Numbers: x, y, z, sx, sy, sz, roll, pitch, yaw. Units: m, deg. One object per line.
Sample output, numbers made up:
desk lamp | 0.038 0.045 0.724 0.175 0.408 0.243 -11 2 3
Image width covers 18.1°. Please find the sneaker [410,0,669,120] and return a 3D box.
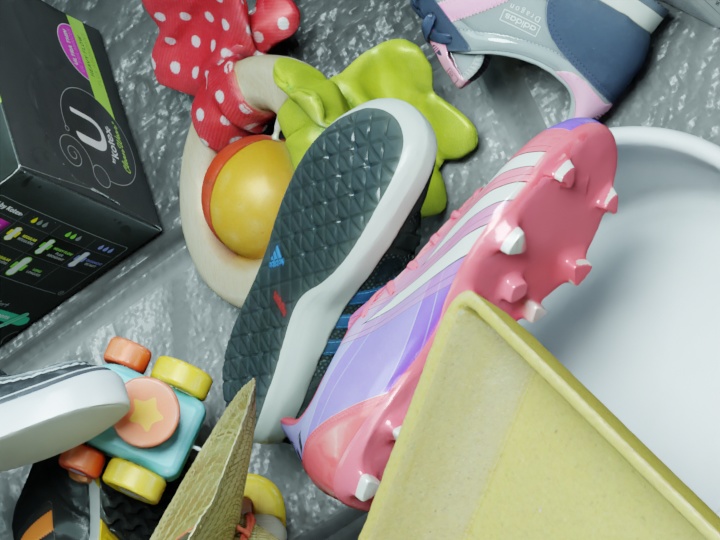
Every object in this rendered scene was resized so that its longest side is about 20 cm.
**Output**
sneaker | 0.041 -0.135 1.077 0.199 0.070 0.082 27 98 8

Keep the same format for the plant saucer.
plant saucer | 0.083 0.139 0.901 0.200 0.048 0.201 46 130 36

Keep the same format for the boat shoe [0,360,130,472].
boat shoe | -0.200 0.066 1.072 0.199 0.072 0.068 -19 76 27

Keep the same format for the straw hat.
straw hat | -0.056 0.152 0.961 0.085 0.201 0.202 28 91 -5

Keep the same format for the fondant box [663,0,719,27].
fondant box | 0.085 -0.195 1.026 0.144 0.200 0.058 33 92 37

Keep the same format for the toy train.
toy train | -0.106 0.130 1.080 0.150 0.056 0.201 -26 81 -10

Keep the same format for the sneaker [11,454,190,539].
sneaker | -0.146 0.158 1.155 0.090 0.070 0.201 -2 72 49

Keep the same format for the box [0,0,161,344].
box | -0.234 -0.045 1.239 0.200 0.124 0.149 -34 59 22

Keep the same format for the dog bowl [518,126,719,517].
dog bowl | 0.123 0.043 0.998 0.199 0.079 0.201 -11 69 31

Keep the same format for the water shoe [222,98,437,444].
water shoe | 0.000 0.000 1.060 0.200 0.079 0.072 -60 40 36

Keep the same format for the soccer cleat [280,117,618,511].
soccer cleat | 0.036 0.012 0.980 0.076 0.067 0.201 39 100 41

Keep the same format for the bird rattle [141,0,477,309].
bird rattle | -0.052 -0.063 1.143 0.199 0.112 0.164 25 105 40
